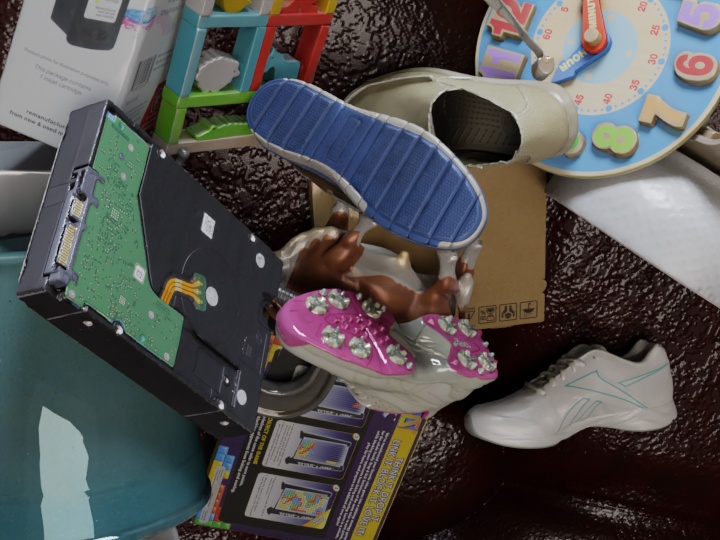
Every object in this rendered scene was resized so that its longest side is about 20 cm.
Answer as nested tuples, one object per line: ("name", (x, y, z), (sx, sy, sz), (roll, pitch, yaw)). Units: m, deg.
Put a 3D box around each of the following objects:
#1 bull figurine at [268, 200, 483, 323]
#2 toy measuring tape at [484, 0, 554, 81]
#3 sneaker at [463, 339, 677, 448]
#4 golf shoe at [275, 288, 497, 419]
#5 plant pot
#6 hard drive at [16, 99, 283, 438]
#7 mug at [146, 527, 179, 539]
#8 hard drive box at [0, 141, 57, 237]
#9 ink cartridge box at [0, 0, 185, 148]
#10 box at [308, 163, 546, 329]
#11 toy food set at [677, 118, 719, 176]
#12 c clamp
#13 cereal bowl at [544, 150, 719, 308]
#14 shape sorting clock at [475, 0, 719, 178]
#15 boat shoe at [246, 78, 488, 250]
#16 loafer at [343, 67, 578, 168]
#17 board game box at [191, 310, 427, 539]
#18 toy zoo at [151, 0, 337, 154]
("bull figurine", (0.000, 0.000, 0.972), (0.199, 0.065, 0.122), (19, 123, -18))
("toy measuring tape", (0.057, -0.206, 0.906), (0.073, 0.074, 0.200), (-38, 88, 5))
("sneaker", (0.183, 0.106, 1.092), (0.199, 0.070, 0.081), (-9, 105, -15))
("golf shoe", (0.011, 0.072, 0.923), (0.199, 0.076, 0.092), (16, 130, -36))
("plant pot", (-0.209, 0.071, 0.847), (0.199, 0.200, 0.189), (-5, 98, -10))
("hard drive", (-0.127, 0.005, 0.797), (0.038, 0.140, 0.200), (-12, 144, 28))
("mug", (-0.258, 0.249, 1.034), (0.149, 0.187, 0.154), (2, 126, -48))
("hard drive box", (-0.270, 0.007, 0.943), (0.155, 0.077, 0.201), (-2, 112, -12))
("ink cartridge box", (-0.163, -0.190, 0.839), (0.082, 0.146, 0.201), (22, 107, -1))
("box", (0.058, -0.023, 1.030), (0.199, 0.021, 0.165), (-6, 113, -9))
("toy food set", (0.295, -0.098, 0.951), (0.143, 0.200, 0.061), (32, 98, -23))
("c clamp", (-0.092, 0.028, 0.932), (0.199, 0.027, 0.171), (30, 112, -16))
("cereal bowl", (0.247, -0.042, 0.968), (0.199, 0.200, 0.084), (29, 100, -21))
("shape sorting clock", (0.178, -0.167, 0.919), (0.200, 0.200, 0.039), (-50, 148, 11))
("boat shoe", (0.012, -0.074, 0.890), (0.072, 0.200, 0.072), (-54, 157, -3))
("loafer", (0.059, -0.112, 0.917), (0.199, 0.068, 0.076), (2, 103, 33))
("board game box", (-0.039, 0.135, 1.043), (0.164, 0.057, 0.201), (13, 116, -16))
("toy zoo", (-0.072, -0.179, 0.882), (0.131, 0.020, 0.201), (-13, 132, -46))
